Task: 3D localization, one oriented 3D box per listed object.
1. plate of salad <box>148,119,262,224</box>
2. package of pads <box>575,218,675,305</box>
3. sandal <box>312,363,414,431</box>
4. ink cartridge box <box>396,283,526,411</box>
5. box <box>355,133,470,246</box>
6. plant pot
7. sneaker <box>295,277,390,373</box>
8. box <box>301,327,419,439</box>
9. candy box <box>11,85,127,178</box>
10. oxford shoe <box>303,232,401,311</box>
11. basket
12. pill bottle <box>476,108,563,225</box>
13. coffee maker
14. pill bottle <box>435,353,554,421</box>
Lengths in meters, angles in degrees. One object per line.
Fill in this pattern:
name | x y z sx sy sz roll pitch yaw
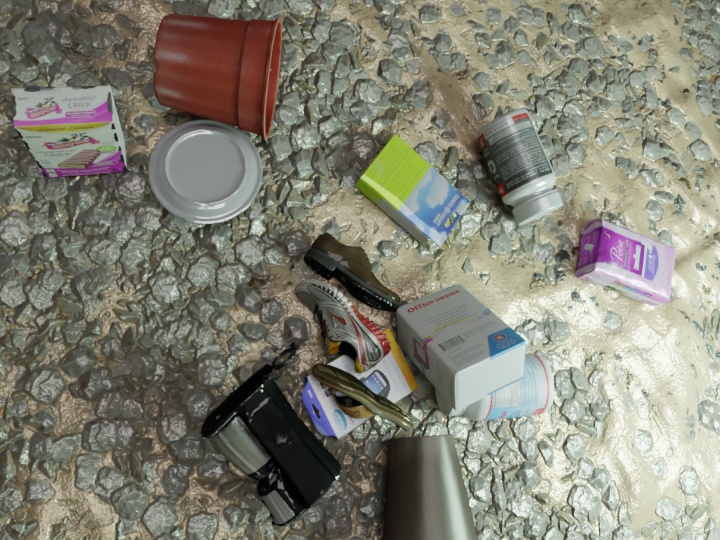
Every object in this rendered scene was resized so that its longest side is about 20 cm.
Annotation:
plate of salad | -0.270 -0.172 1.080 0.194 0.048 0.206 4 69 -9
package of pads | 0.547 -0.017 1.262 0.195 0.076 0.124 19 71 -11
sandal | 0.000 0.222 1.023 0.197 0.080 0.055 33 93 -11
ink cartridge box | 0.167 0.124 1.060 0.141 0.200 0.087 -19 126 -18
box | 0.101 -0.148 1.179 0.199 0.048 0.123 40 71 -4
plant pot | -0.243 -0.344 1.059 0.189 0.201 0.207 8 76 -5
sneaker | -0.042 0.091 1.050 0.199 0.078 0.082 40 66 18
box | -0.007 0.202 1.077 0.197 0.041 0.121 -27 86 -17
candy box | -0.444 -0.211 0.957 0.132 0.200 0.063 -8 79 -16
oxford shoe | 0.000 0.000 1.106 0.198 0.073 0.085 36 67 -7
basket | 0.112 0.383 1.025 0.175 0.136 0.206 1 74 -16
pill bottle | 0.317 -0.202 1.217 0.111 0.114 0.205 -19 84 -18
coffee maker | -0.119 0.263 0.964 0.190 0.135 0.202 -37 101 8
pill bottle | 0.239 0.211 1.108 0.194 0.109 0.112 -2 78 -15
